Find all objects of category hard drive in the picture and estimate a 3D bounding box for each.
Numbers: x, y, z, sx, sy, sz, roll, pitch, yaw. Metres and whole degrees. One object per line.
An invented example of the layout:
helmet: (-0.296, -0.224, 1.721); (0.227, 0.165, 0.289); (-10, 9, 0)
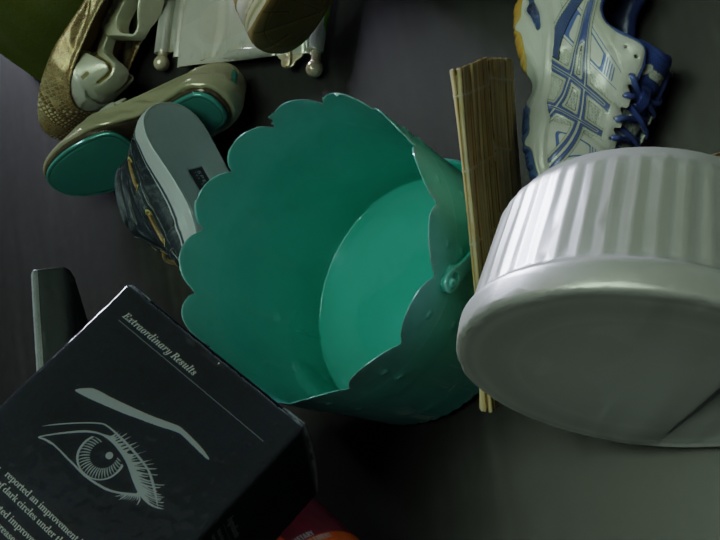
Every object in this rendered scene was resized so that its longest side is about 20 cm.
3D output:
hard drive: (-0.215, 0.116, 0.996); (0.033, 0.140, 0.201); (-6, 67, -7)

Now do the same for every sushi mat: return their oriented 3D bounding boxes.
sushi mat: (0.081, -0.025, 0.794); (0.012, 0.096, 0.201); (-2, 98, 27)

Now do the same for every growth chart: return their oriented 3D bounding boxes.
growth chart: (-0.095, -0.226, 1.085); (0.199, 0.018, 0.146); (6, 78, 38)

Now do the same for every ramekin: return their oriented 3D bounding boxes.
ramekin: (0.156, 0.016, 0.714); (0.202, 0.202, 0.095); (-8, 57, 34)

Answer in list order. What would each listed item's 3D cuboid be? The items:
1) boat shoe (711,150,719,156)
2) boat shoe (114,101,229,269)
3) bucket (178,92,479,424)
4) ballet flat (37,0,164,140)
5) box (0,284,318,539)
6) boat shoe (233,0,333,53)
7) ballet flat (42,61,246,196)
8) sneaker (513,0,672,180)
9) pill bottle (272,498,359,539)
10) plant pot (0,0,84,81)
boat shoe: (0.268, -0.047, 0.725); (0.199, 0.067, 0.072); (6, 79, 38)
boat shoe: (-0.122, -0.023, 1.015); (0.201, 0.071, 0.091); (63, 144, 17)
bucket: (0.000, 0.000, 0.862); (0.206, 0.135, 0.208); (-13, 68, 34)
ballet flat: (-0.209, -0.193, 1.118); (0.065, 0.070, 0.201); (36, 106, 41)
box: (-0.142, 0.135, 0.769); (0.148, 0.104, 0.200); (37, 68, 22)
boat shoe: (-0.026, -0.249, 0.937); (0.200, 0.074, 0.069); (-49, 56, 18)
ballet flat: (-0.173, -0.118, 1.087); (0.199, 0.069, 0.070); (-18, 65, 29)
sneaker: (0.150, -0.103, 0.827); (0.088, 0.075, 0.201); (-19, 65, 30)
pill bottle: (-0.086, 0.176, 0.885); (0.200, 0.114, 0.115); (35, 97, 38)
plant pot: (-0.309, -0.283, 1.146); (0.186, 0.200, 0.188); (-12, 68, 33)
